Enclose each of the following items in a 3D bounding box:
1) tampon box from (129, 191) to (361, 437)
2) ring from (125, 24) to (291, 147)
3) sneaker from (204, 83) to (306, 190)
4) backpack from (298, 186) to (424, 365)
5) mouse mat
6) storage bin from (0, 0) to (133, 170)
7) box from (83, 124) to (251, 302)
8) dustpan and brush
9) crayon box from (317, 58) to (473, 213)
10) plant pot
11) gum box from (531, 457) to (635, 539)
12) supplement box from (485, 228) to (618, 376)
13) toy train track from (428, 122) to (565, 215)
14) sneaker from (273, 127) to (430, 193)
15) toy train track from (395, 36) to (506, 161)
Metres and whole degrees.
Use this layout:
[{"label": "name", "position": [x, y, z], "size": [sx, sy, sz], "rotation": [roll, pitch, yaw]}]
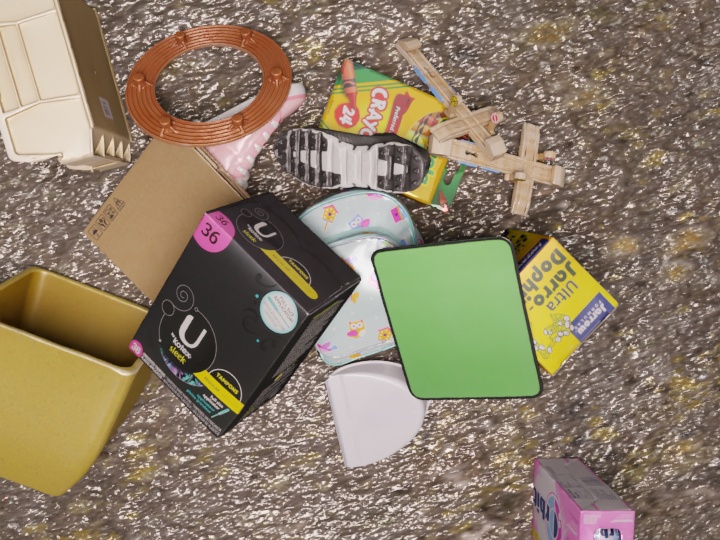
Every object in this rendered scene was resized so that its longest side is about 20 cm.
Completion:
[{"label": "tampon box", "position": [-0.126, 0.046, 0.835], "size": [0.150, 0.126, 0.201], "rotation": [42, 119, 10]}, {"label": "ring", "position": [-0.180, -0.225, 0.903], "size": [0.197, 0.019, 0.203], "rotation": [-1, 57, 1]}, {"label": "sneaker", "position": [-0.143, -0.149, 0.947], "size": [0.198, 0.075, 0.106], "rotation": [-26, 98, 2]}, {"label": "backpack", "position": [0.000, 0.000, 0.928], "size": [0.174, 0.153, 0.203], "rotation": [-17, 93, 9]}, {"label": "mouse mat", "position": [0.105, 0.058, 0.833], "size": [0.159, 0.008, 0.202], "rotation": [-5, 116, 25]}, {"label": "storage bin", "position": [-0.341, -0.213, 0.866], "size": [0.092, 0.200, 0.201], "rotation": [-14, 96, -4]}, {"label": "box", "position": [-0.228, -0.056, 0.935], "size": [0.164, 0.021, 0.200], "rotation": [45, 115, -3]}, {"label": "dustpan and brush", "position": [0.064, 0.171, 1.004], "size": [0.197, 0.057, 0.141], "rotation": [-11, 107, 4]}, {"label": "crayon box", "position": [0.047, -0.166, 0.966], "size": [0.198, 0.051, 0.128], "rotation": [21, 94, -5]}, {"label": "plant pot", "position": [-0.361, 0.141, 0.910], "size": [0.193, 0.194, 0.202], "rotation": [20, 103, -5]}, {"label": "gum box", "position": [0.271, 0.319, 0.948], "size": [0.065, 0.200, 0.115], "rotation": [1, 94, -3]}, {"label": "supplement box", "position": [0.200, 0.029, 0.918], "size": [0.109, 0.200, 0.109], "rotation": [43, 92, -6]}, {"label": "toy train track", "position": [0.177, -0.136, 0.948], "size": [0.198, 0.032, 0.116], "rotation": [10, 87, -23]}, {"label": "sneaker", "position": [-0.005, -0.133, 0.909], "size": [0.197, 0.090, 0.067], "rotation": [11, 109, 22]}, {"label": "toy train track", "position": [0.111, -0.218, 0.930], "size": [0.114, 0.033, 0.201], "rotation": [-24, 67, -32]}]
